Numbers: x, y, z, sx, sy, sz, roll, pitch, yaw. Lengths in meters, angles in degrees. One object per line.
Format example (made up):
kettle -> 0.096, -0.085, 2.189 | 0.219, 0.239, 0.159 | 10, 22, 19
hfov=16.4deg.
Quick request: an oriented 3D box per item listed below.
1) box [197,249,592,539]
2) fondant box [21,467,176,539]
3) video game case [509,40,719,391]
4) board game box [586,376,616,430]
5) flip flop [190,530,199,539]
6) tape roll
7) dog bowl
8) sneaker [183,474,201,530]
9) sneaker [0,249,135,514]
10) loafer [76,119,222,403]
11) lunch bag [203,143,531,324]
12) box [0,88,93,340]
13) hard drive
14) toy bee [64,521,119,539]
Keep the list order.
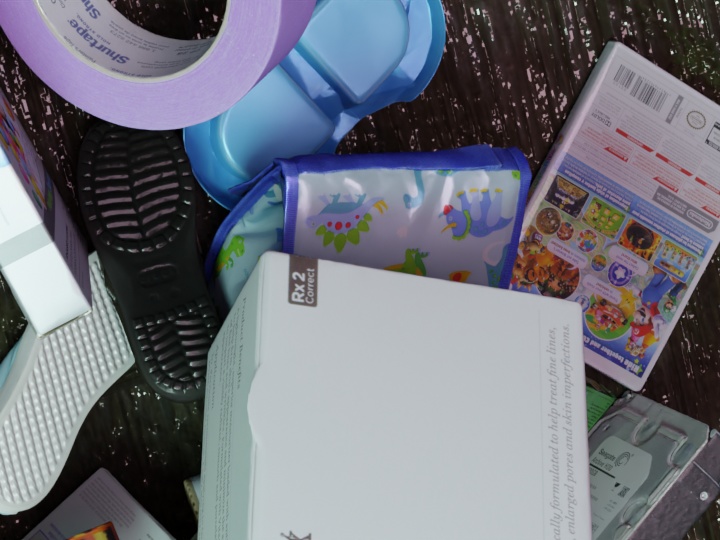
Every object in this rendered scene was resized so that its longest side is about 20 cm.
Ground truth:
box -> 0.017, 0.116, 1.415 | 0.199, 0.131, 0.200 | 9, 60, -14
fondant box -> -0.190, 0.235, 1.550 | 0.200, 0.144, 0.058 | -42, 128, -10
video game case -> 0.181, -0.036, 1.713 | 0.143, 0.018, 0.201 | 29, 88, -22
board game box -> 0.093, 0.100, 1.625 | 0.105, 0.023, 0.200 | -52, 151, 6
flip flop -> -0.097, 0.243, 1.481 | 0.057, 0.081, 0.201 | 17, 96, -51
tape roll -> -0.126, -0.188, 1.486 | 0.199, 0.066, 0.201 | 10, 120, 18
dog bowl -> -0.035, -0.124, 1.603 | 0.200, 0.050, 0.112 | -46, 110, -7
sneaker -> -0.029, 0.208, 1.589 | 0.112, 0.071, 0.201 | -20, 100, -8
sneaker -> -0.201, 0.065, 1.566 | 0.074, 0.082, 0.200 | 46, 58, -23
loafer -> -0.133, -0.003, 1.549 | 0.073, 0.071, 0.201 | -9, 68, -11
lunch bag -> 0.000, 0.000, 1.553 | 0.169, 0.128, 0.200 | -4, 140, -26
box -> -0.223, -0.073, 1.483 | 0.041, 0.156, 0.201 | -28, 107, 1
hard drive -> 0.155, 0.177, 1.673 | 0.038, 0.140, 0.200 | 44, 84, -21
toy bee -> -0.236, 0.212, 1.477 | 0.131, 0.109, 0.200 | 47, 108, 9
